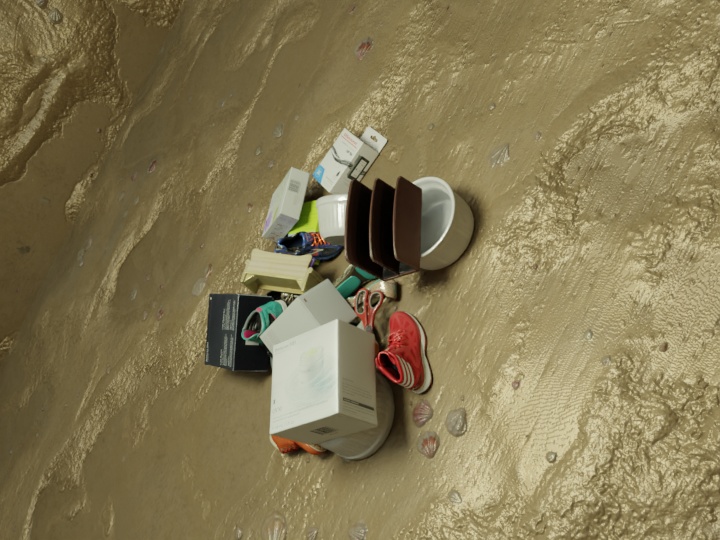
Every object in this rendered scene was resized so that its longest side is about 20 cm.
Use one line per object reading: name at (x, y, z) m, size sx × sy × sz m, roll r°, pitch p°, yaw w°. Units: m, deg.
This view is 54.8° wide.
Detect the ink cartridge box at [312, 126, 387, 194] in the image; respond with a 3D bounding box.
ink cartridge box at (-0.030, -0.302, 1.867) m, size 0.200 × 0.068 × 0.116 m, roll -54°, pitch 42°, yaw 10°

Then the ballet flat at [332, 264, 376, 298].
ballet flat at (0.000, 0.000, 1.687) m, size 0.200 × 0.068 × 0.075 m, roll -35°, pitch 32°, yaw 32°

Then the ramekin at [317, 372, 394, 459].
ramekin at (-0.033, 0.306, 1.523) m, size 0.200 × 0.105 × 0.201 m, roll -23°, pitch 55°, yaw 37°

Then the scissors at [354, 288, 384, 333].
scissors at (0.014, 0.133, 1.558) m, size 0.073 × 0.014 × 0.200 m, roll -5°, pitch 68°, yaw 26°

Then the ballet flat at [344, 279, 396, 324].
ballet flat at (0.005, 0.085, 1.632) m, size 0.200 × 0.068 × 0.067 m, roll -34°, pitch 57°, yaw 32°

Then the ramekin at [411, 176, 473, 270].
ramekin at (0.155, -0.098, 1.544) m, size 0.200 × 0.098 × 0.201 m, roll -23°, pitch 55°, yaw 37°

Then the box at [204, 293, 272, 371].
box at (-0.328, 0.162, 1.859) m, size 0.182 × 0.104 × 0.200 m, roll -1°, pitch 85°, yaw 53°

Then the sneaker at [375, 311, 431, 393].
sneaker at (0.082, 0.157, 1.472) m, size 0.078 × 0.115 × 0.200 m, roll -40°, pitch 47°, yaw 24°

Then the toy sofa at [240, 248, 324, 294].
toy sofa at (-0.195, 0.012, 1.763) m, size 0.200 × 0.083 × 0.098 m, roll 6°, pitch 68°, yaw 25°

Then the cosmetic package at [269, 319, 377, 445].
cosmetic package at (-0.078, 0.233, 1.436) m, size 0.199 × 0.123 × 0.200 m, roll -25°, pitch 52°, yaw 35°

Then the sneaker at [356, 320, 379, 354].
sneaker at (-0.042, 0.190, 1.630) m, size 0.200 × 0.076 × 0.092 m, roll -31°, pitch 42°, yaw 22°

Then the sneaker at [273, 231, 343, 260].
sneaker at (-0.127, -0.068, 1.784) m, size 0.200 × 0.078 × 0.075 m, roll -17°, pitch 64°, yaw -7°

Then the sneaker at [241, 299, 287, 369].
sneaker at (-0.239, 0.179, 1.754) m, size 0.084 × 0.121 × 0.200 m, roll -3°, pitch 92°, yaw 46°

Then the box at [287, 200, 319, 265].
box at (-0.148, -0.090, 1.895) m, size 0.122 × 0.048 × 0.200 m, roll -4°, pitch 67°, yaw 46°

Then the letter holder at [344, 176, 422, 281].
letter holder at (0.048, -0.101, 1.474) m, size 0.100 × 0.142 × 0.200 m, roll -18°, pitch 58°, yaw 40°

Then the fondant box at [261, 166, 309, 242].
fondant box at (-0.210, -0.179, 1.937) m, size 0.200 × 0.058 × 0.145 m, roll 141°, pitch 144°, yaw -63°

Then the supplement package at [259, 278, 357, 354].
supplement package at (-0.124, 0.132, 1.636) m, size 0.117 × 0.117 × 0.200 m, roll 52°, pitch 133°, yaw 7°

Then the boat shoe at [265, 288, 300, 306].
boat shoe at (-0.178, 0.078, 1.818) m, size 0.200 × 0.073 × 0.075 m, roll -12°, pitch 62°, yaw 42°

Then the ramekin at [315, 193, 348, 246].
ramekin at (-0.010, -0.114, 1.657) m, size 0.202 × 0.202 × 0.094 m, roll -5°, pitch 78°, yaw 45°

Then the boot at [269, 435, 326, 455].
boot at (-0.148, 0.396, 1.634) m, size 0.200 × 0.075 × 0.107 m, roll 27°, pitch 105°, yaw 48°
